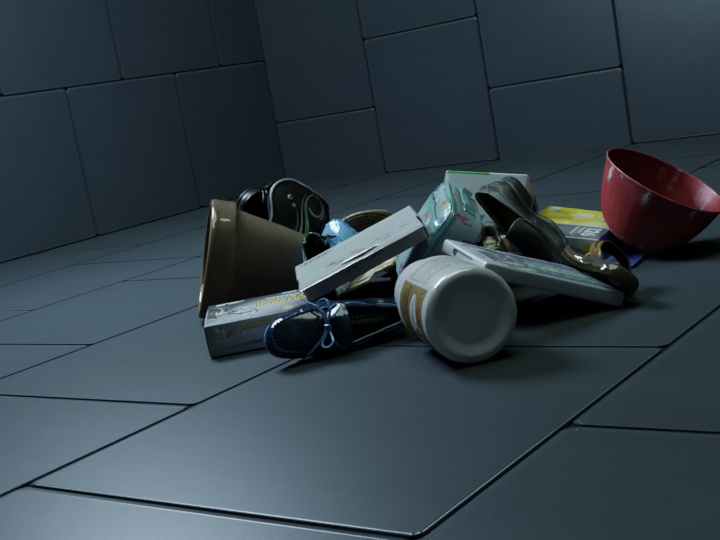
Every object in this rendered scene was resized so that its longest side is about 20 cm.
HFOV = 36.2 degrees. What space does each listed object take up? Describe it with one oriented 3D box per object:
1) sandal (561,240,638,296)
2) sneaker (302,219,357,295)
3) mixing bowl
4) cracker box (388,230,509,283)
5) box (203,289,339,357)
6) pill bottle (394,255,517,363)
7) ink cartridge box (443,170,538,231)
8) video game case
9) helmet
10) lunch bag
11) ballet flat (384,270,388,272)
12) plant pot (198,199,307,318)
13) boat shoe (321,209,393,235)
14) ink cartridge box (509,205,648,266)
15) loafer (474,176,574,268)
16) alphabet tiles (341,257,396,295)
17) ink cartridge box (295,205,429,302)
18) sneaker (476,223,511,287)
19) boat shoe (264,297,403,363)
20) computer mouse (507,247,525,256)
[{"bbox_3d":[0.335,-0.013,1.505,0.082,0.055,0.200,32,3,-6],"label":"sandal"},{"bbox_3d":[-0.050,-0.036,1.794,0.078,0.090,0.200,-20,27,17],"label":"sneaker"},{"bbox_3d":[0.453,-0.098,1.723,0.199,0.109,0.200,19,26,-9],"label":"mixing bowl"},{"bbox_3d":[0.161,-0.023,1.863,0.200,0.058,0.134,-3,13,42],"label":"cracker box"},{"bbox_3d":[-0.129,0.071,1.638,0.199,0.049,0.158,-11,9,-3],"label":"box"},{"bbox_3d":[0.108,0.041,1.365,0.114,0.115,0.200,-12,9,-11],"label":"pill bottle"},{"bbox_3d":[0.229,-0.104,1.917,0.146,0.083,0.200,4,-11,14],"label":"ink cartridge box"},{"bbox_3d":[0.229,0.001,1.490,0.199,0.023,0.182,12,8,-15],"label":"video game case"},{"bbox_3d":[-0.157,-0.059,2.017,0.199,0.191,0.200,18,-17,6],"label":"helmet"},{"bbox_3d":[0.120,-0.050,1.697,0.077,0.161,0.200,27,17,-10],"label":"lunch bag"},{"bbox_3d":[0.096,-0.034,2.025,0.064,0.076,0.200,31,36,27],"label":"ballet flat"},{"bbox_3d":[-0.176,-0.009,1.844,0.174,0.201,0.200,8,6,-11],"label":"plant pot"},{"bbox_3d":[-0.021,-0.052,1.915,0.199,0.073,0.065,-21,-4,18],"label":"boat shoe"},{"bbox_3d":[0.367,-0.059,1.782,0.199,0.047,0.198,6,16,27],"label":"ink cartridge box"},{"bbox_3d":[0.248,-0.058,1.681,0.072,0.073,0.200,-15,53,-33],"label":"loafer"},{"bbox_3d":[0.000,0.000,1.841,0.166,0.006,0.200,-25,12,24],"label":"alphabet tiles"},{"bbox_3d":[0.004,-0.018,1.581,0.200,0.044,0.174,-28,14,2],"label":"ink cartridge box"},{"bbox_3d":[0.183,-0.007,1.617,0.070,0.076,0.200,-5,20,6],"label":"sneaker"},{"bbox_3d":[-0.030,0.065,1.457,0.199,0.084,0.069,-18,0,-26],"label":"boat shoe"},{"bbox_3d":[0.233,0.004,1.734,0.058,0.034,0.200,8,23,29],"label":"computer mouse"}]
